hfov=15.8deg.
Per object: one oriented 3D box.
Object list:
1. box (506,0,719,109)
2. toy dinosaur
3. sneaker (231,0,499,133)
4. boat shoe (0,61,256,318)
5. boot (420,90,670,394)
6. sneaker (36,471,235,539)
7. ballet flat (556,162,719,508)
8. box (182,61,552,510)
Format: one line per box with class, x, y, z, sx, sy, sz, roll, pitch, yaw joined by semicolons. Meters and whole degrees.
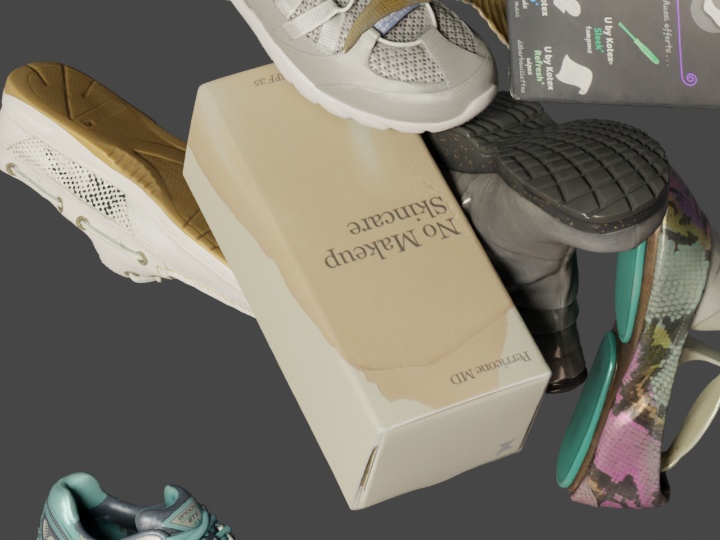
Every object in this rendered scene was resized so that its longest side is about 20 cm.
box;0.172;-0.133;1.101;0.200;0.122;0.106;4;113;25
toy dinosaur;0.048;-0.138;1.131;0.058;0.200;0.101;-25;80;27
sneaker;-0.019;-0.139;1.189;0.200;0.075;0.082;37;148;10
boat shoe;-0.105;-0.027;1.318;0.200;0.071;0.069;37;124;18
boot;0.090;-0.002;1.187;0.070;0.200;0.132;-13;109;-15
sneaker;-0.092;0.166;1.387;0.200;0.078;0.086;15;113;20
ballet flat;0.144;0.032;1.225;0.071;0.069;0.200;7;124;-4
box;0.000;0.000;1.201;0.200;0.095;0.078;61;157;25
